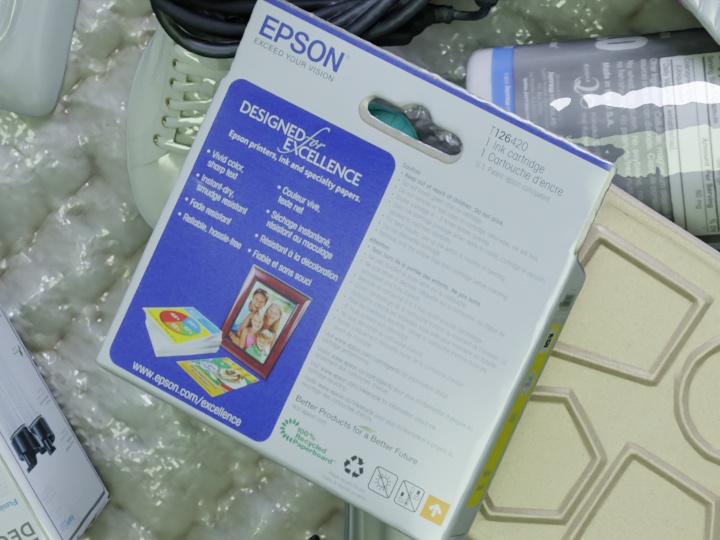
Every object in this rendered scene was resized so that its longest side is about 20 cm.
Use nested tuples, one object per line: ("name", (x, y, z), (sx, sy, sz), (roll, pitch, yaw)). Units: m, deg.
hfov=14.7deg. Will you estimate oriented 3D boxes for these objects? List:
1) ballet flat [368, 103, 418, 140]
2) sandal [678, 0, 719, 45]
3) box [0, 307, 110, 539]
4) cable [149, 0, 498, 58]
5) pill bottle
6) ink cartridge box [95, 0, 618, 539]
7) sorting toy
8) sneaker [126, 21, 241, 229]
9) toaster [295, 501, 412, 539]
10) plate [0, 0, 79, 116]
("ballet flat", (-0.040, 0.000, 1.442), (0.067, 0.070, 0.200), (35, 103, -2))
("sandal", (0.172, -0.156, 1.341), (0.203, 0.050, 0.083), (40, 88, 7))
("box", (-0.213, 0.061, 1.443), (0.060, 0.117, 0.200), (-28, 98, 11))
("cable", (-0.017, -0.168, 1.318), (0.199, 0.051, 0.163), (-1, 138, -16))
("pill bottle", (0.157, -0.063, 1.386), (0.199, 0.114, 0.114), (-5, 101, 7))
("ink cartridge box", (0.000, 0.000, 1.319), (0.197, 0.047, 0.200), (28, 97, 17))
("sorting toy", (0.132, 0.074, 1.349), (0.200, 0.036, 0.185), (32, 100, -4))
("sneaker", (-0.080, -0.107, 1.419), (0.073, 0.085, 0.201), (14, 104, 1))
("toaster", (0.065, 0.087, 1.429), (0.199, 0.114, 0.130), (-1, 98, 7))
("plate", (-0.235, -0.196, 1.444), (0.199, 0.032, 0.201), (15, 103, 2))
